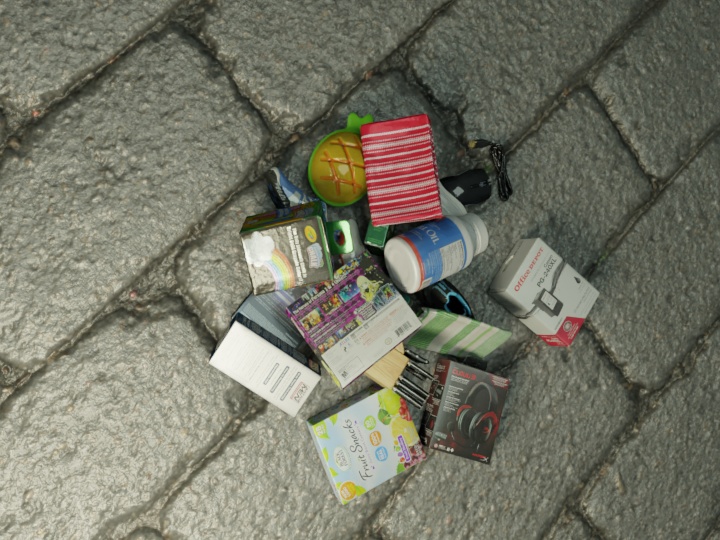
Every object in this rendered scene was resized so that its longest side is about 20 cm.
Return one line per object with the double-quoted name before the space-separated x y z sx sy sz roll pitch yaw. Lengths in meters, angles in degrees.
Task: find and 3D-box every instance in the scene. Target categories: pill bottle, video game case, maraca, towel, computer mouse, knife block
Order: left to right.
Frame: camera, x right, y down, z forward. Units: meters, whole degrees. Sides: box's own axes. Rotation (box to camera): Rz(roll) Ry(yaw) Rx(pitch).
"video game case" -0.142 0.063 1.394 0.143 0.019 0.201 42 76 -11
"maraca" -0.022 -0.221 1.398 0.137 0.107 0.201 42 76 -15
"video game case" -0.012 0.089 1.305 0.198 0.036 0.183 -36 80 -19
"knife block" 0.039 0.193 1.353 0.195 0.064 0.181 -11 87 -14
"towel" 0.079 -0.194 1.346 0.140 0.022 0.206 -7 83 0
"pill bottle" 0.153 -0.042 1.375 0.197 0.112 0.115 -24 94 -28
"towel" 0.186 0.135 1.429 0.195 0.153 0.024 18 55 -14
"computer mouse" 0.242 -0.210 1.511 0.195 0.046 0.145 -11 92 -17

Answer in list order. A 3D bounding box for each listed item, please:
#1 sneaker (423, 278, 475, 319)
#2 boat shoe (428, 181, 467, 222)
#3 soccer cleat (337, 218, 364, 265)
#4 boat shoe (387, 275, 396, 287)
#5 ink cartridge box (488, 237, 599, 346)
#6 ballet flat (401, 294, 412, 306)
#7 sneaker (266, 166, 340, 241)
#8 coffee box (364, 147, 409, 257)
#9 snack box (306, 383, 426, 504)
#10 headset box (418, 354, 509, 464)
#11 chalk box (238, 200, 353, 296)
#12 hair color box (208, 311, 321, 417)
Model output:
"sneaker" 0.200 0.101 1.445 0.073 0.082 0.201 -43 121 -7
"boat shoe" 0.155 -0.133 1.434 0.200 0.071 0.070 48 56 -40
"soccer cleat" 0.000 0.000 1.393 0.068 0.083 0.206 -7 96 -61
"boat shoe" 0.148 0.000 1.465 0.197 0.070 0.068 -25 93 -24
"ink cartridge box" 0.400 0.047 1.528 0.199 0.083 0.147 38 78 -12
"ballet flat" 0.026 0.122 1.429 0.197 0.067 0.065 -30 123 -15
"sneaker" -0.115 -0.123 1.384 0.077 0.075 0.202 -39 109 -11
"coffee box" 0.056 -0.137 1.411 0.043 0.123 0.206 14 84 8
"snack box" 0.012 0.339 1.403 0.196 0.068 0.172 -24 95 -15
"headset box" 0.218 0.282 1.464 0.145 0.075 0.205 18 83 -15
"chalk box" -0.112 -0.048 1.297 0.194 0.124 0.128 -11 108 1
"hair color box" -0.181 0.180 1.341 0.198 0.061 0.101 35 98 -12
